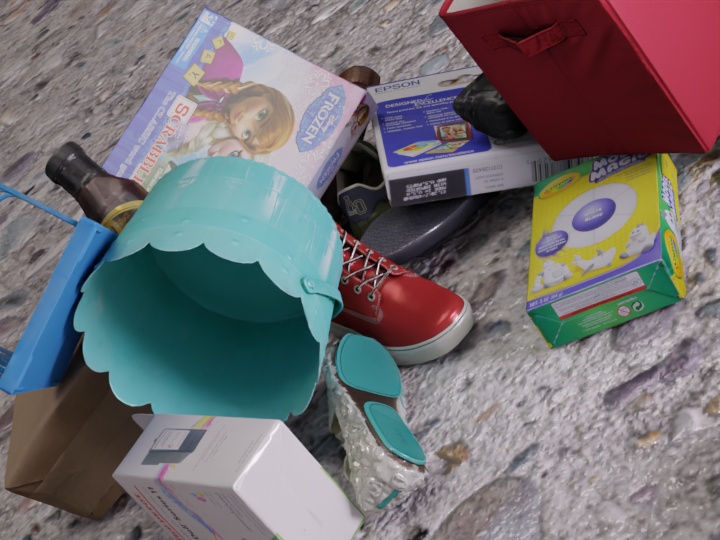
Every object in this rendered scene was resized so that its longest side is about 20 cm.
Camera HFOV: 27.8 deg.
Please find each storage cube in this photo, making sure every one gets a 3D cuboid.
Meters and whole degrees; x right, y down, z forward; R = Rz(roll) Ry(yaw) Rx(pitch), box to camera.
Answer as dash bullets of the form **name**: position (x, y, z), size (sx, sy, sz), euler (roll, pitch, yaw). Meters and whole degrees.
- **storage cube**: position (0.204, -0.210, 1.163), size (0.170, 0.180, 0.201), euler (1, 52, 50)

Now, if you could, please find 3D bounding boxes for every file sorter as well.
- **file sorter**: position (-0.278, 0.007, 1.149), size (0.200, 0.122, 0.140), euler (138, 158, -86)

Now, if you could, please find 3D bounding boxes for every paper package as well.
- **paper package**: position (-0.236, 0.095, 1.333), size (0.191, 0.103, 0.201), euler (-51, 25, 22)

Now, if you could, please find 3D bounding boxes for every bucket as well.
- **bucket**: position (-0.111, 0.019, 1.160), size (0.206, 0.208, 0.135), euler (-19, 31, 29)

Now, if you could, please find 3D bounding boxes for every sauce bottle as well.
- **sauce bottle**: position (-0.201, -0.038, 1.311), size (0.066, 0.200, 0.066), euler (-49, -10, -12)

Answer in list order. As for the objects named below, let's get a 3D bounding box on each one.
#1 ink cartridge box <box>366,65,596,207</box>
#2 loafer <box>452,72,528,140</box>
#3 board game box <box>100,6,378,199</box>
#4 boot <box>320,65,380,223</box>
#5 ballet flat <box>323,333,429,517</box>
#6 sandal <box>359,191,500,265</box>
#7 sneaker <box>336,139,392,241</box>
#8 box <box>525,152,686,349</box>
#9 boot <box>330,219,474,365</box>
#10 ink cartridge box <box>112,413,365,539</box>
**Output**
- **ink cartridge box**: position (0.110, -0.132, 1.342), size (0.196, 0.047, 0.200), euler (-10, 28, 1)
- **loafer**: position (0.161, -0.178, 1.291), size (0.070, 0.069, 0.200), euler (24, 43, 36)
- **board game box**: position (-0.118, -0.120, 1.363), size (0.199, 0.041, 0.201), euler (29, 83, 22)
- **boot**: position (-0.048, -0.094, 1.524), size (0.186, 0.064, 0.201), euler (135, 151, -58)
- **ballet flat**: position (0.001, 0.120, 1.133), size (0.071, 0.072, 0.200), euler (-33, 26, 7)
- **sandal**: position (0.084, -0.053, 1.328), size (0.200, 0.043, 0.076), euler (-35, 30, -22)
- **sneaker**: position (0.019, -0.098, 1.414), size (0.067, 0.090, 0.201), euler (-24, 30, 24)
- **box**: position (0.196, -0.034, 1.161), size (0.117, 0.049, 0.201), euler (-23, 29, 24)
- **boot**: position (0.000, 0.000, 1.228), size (0.072, 0.145, 0.199), euler (-46, 30, -22)
- **ink cartridge box**: position (-0.107, 0.171, 1.114), size (0.199, 0.117, 0.067), euler (-4, 43, 49)
